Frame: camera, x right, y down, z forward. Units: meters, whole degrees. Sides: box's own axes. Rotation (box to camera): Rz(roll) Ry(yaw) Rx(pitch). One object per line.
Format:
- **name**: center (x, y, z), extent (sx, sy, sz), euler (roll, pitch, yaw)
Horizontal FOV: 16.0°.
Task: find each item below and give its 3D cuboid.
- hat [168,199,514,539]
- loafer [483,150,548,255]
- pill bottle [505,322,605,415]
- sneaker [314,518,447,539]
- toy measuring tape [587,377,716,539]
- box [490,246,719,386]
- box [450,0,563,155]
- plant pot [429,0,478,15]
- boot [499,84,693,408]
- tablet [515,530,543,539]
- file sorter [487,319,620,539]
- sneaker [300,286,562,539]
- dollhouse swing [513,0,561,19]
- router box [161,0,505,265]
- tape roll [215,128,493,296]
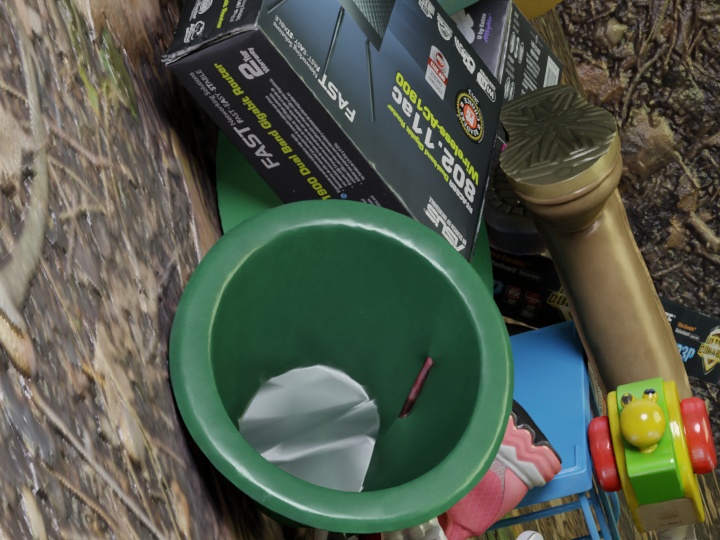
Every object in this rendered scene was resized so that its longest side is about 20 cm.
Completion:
- **hat**: center (-0.027, 0.094, 1.251), extent (0.176, 0.164, 0.201), euler (113, -5, -57)
- **loafer**: center (0.122, -0.044, 1.612), extent (0.200, 0.072, 0.072), euler (-46, 143, -64)
- **pill bottle**: center (0.099, 0.091, 1.704), extent (0.200, 0.109, 0.110), euler (18, 55, -76)
- **sneaker**: center (0.019, 0.174, 1.328), extent (0.081, 0.075, 0.201), euler (-108, 180, -60)
- **toy measuring tape**: center (0.168, 0.110, 1.429), extent (0.200, 0.073, 0.074), euler (62, 14, -61)
- **box**: center (0.126, 0.017, 1.687), extent (0.159, 0.199, 0.046), euler (18, 91, -55)
- **box**: center (0.054, -0.105, 1.690), extent (0.200, 0.114, 0.133), euler (28, 72, -75)
- **plant pot**: center (0.027, -0.249, 1.435), extent (0.196, 0.195, 0.201), euler (-34, 146, -59)
- **boot**: center (0.141, 0.007, 1.432), extent (0.175, 0.066, 0.201), euler (-85, 154, -71)
- **tablet**: center (0.075, 0.236, 1.315), extent (0.130, 0.014, 0.201), euler (-49, 140, -23)
- **file sorter**: center (0.080, 0.137, 1.481), extent (0.200, 0.138, 0.124), euler (-79, 152, -67)
- **sneaker**: center (0.014, 0.071, 1.304), extent (0.200, 0.087, 0.074), euler (40, 6, -24)
- **dollhouse swing**: center (0.042, -0.251, 1.753), extent (0.176, 0.198, 0.183), euler (5, 67, -88)
- **router box**: center (-0.008, -0.100, 1.333), extent (0.200, 0.062, 0.151), euler (49, 38, -32)
- **tape roll**: center (0.000, -0.024, 1.409), extent (0.200, 0.048, 0.202), euler (34, 47, -46)
